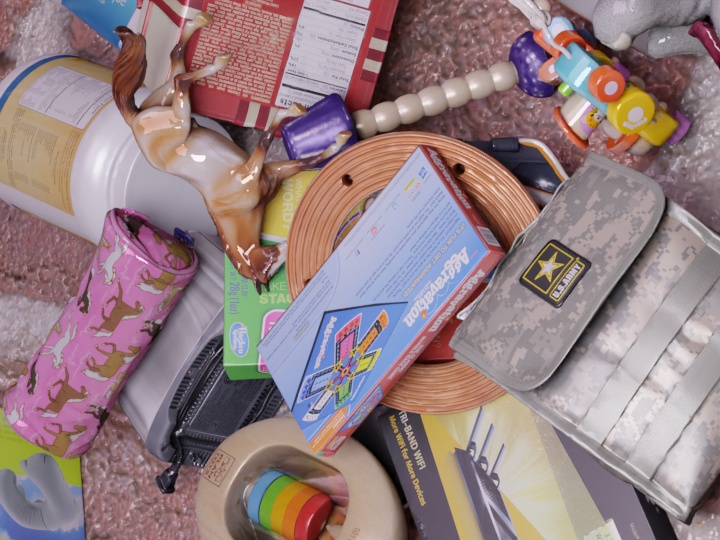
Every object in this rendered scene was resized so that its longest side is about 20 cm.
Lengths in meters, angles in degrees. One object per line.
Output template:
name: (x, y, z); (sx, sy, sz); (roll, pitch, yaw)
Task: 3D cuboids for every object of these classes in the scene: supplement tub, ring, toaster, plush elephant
supplement tub: (-0.212, -0.095, 1.623); (0.200, 0.144, 0.145); (23, 93, 41)
ring: (0.042, 0.002, 1.328); (0.200, 0.019, 0.201); (6, 108, 20)
toaster: (-0.127, 0.065, 1.532); (0.129, 0.113, 0.200); (47, 112, 42)
plush elephant: (0.269, -0.122, 1.233); (0.164, 0.200, 0.155); (-6, 96, 52)

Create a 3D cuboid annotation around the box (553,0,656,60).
box: (0.135, -0.250, 1.337); (0.152, 0.200, 0.107); (39, 102, 39)

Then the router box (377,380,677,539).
router box: (0.116, 0.154, 1.326); (0.157, 0.052, 0.200); (-32, 59, 18)

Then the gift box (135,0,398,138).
gift box: (-0.066, -0.212, 1.483); (0.187, 0.184, 0.201); (-136, 65, -68)

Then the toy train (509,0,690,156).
toy train: (0.146, -0.129, 1.304); (0.150, 0.200, 0.056); (42, 103, 14)

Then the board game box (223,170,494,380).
board game box: (0.000, 0.000, 1.417); (0.199, 0.040, 0.154); (-2, 72, 3)

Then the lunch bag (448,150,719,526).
lunch bag: (0.173, 0.038, 1.228); (0.200, 0.118, 0.164); (36, 89, 16)

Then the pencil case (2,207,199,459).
pencil case: (-0.202, 0.050, 1.475); (0.083, 0.087, 0.200); (33, 110, 3)

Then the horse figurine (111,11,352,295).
horse figurine: (-0.105, -0.094, 1.365); (0.133, 0.200, 0.050); (-48, 8, 27)

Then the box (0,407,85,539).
box: (-0.288, 0.220, 1.615); (0.048, 0.122, 0.201); (-22, 65, 32)

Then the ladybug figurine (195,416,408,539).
ladybug figurine: (-0.039, 0.181, 1.402); (0.200, 0.072, 0.136); (25, 82, 43)

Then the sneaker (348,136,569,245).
sneaker: (0.087, -0.060, 1.369); (0.200, 0.078, 0.080); (24, 80, 1)

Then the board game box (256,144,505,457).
board game box: (0.010, 0.022, 1.299); (0.200, 0.019, 0.103); (-50, 51, 26)

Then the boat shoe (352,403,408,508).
boat shoe: (0.001, 0.082, 1.452); (0.074, 0.063, 0.202); (-21, 67, 29)

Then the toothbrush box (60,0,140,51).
toothbrush box: (-0.148, -0.275, 1.659); (0.146, 0.085, 0.200); (40, 103, 39)

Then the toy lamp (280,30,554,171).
toy lamp: (0.040, -0.121, 1.407); (0.199, 0.058, 0.058); (-21, 58, -8)
